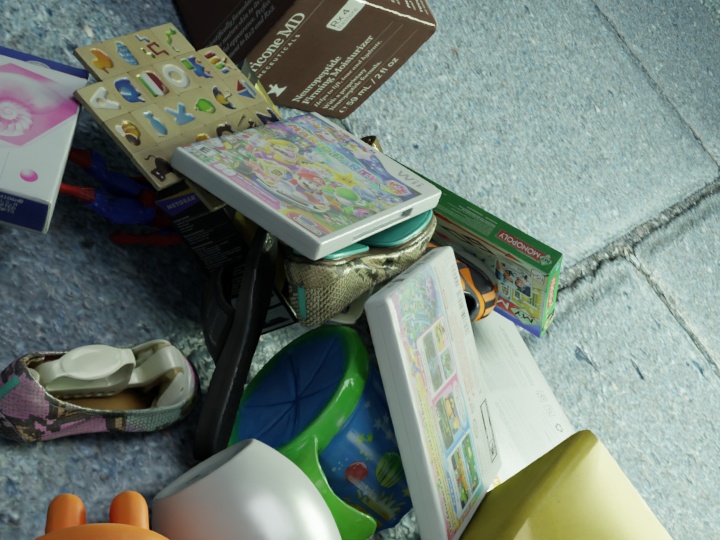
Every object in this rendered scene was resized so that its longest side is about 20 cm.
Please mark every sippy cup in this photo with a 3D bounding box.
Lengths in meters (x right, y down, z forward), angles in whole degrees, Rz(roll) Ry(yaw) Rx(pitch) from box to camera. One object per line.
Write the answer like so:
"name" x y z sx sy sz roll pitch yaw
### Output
"sippy cup" -0.015 0.135 0.998 0.130 0.139 0.179 45 54 -24

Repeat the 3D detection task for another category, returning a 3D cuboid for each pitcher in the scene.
"pitcher" -0.074 0.232 0.846 0.171 0.121 0.201 -32 94 -42

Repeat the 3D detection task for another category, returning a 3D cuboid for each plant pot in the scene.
"plant pot" 0.126 0.279 0.963 0.195 0.195 0.200 53 38 6

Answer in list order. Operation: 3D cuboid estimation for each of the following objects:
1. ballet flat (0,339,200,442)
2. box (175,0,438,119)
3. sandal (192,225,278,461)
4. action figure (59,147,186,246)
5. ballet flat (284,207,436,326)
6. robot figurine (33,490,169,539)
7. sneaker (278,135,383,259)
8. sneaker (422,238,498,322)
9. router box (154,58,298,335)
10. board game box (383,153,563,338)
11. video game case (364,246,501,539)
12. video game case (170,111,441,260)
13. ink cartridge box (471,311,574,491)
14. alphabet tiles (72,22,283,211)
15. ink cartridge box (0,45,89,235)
"ballet flat" -0.173 0.079 0.907 0.199 0.071 0.069 -2 57 -52
"box" -0.061 -0.282 1.321 0.199 0.166 0.165 5 53 -47
"sandal" -0.104 0.045 0.976 0.048 0.075 0.202 13 70 6
"action figure" -0.188 -0.056 1.049 0.199 0.052 0.066 18 49 -47
"ballet flat" 0.000 0.000 1.021 0.200 0.067 0.076 -28 124 -58
"robot figurine" -0.154 0.230 0.738 0.143 0.116 0.201 30 36 -38
"sneaker" -0.017 -0.042 1.128 0.090 0.067 0.200 65 28 -18
"sneaker" 0.029 -0.008 1.166 0.199 0.078 0.112 22 16 15
"router box" -0.098 -0.066 1.112 0.158 0.052 0.201 57 24 -32
"board game box" 0.100 -0.022 1.229 0.199 0.135 0.029 31 68 19
"video game case" 0.062 0.096 1.006 0.182 0.023 0.202 -34 113 -66
"video game case" -0.038 -0.074 1.015 0.143 0.018 0.200 33 28 19
"ink cartridge box" 0.116 0.128 1.220 0.199 0.043 0.197 -1 57 -48
"alphabet tiles" -0.138 -0.128 1.027 0.167 0.006 0.200 48 33 4
"ink cartridge box" -0.306 -0.129 0.931 0.195 0.043 0.201 15 44 -14
